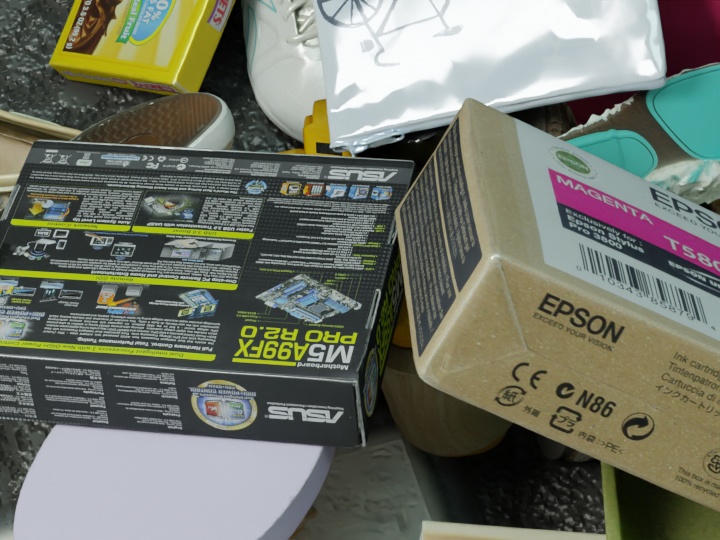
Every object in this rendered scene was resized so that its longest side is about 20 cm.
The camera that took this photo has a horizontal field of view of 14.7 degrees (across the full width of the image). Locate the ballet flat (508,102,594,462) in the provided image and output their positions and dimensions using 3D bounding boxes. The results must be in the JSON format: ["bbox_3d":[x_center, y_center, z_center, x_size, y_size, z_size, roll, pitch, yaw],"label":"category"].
[{"bbox_3d":[0.108,0.000,1.460,0.046,0.067,0.201,-4,82,-20],"label":"ballet flat"}]

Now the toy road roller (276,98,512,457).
[{"bbox_3d":[0.000,0.000,1.458,0.145,0.123,0.201,-11,53,7],"label":"toy road roller"}]

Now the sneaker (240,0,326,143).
[{"bbox_3d":[-0.038,-0.155,1.578,0.070,0.080,0.201,-16,60,-13],"label":"sneaker"}]

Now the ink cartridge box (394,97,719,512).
[{"bbox_3d":[0.121,0.020,1.268,0.199,0.075,0.165,23,25,-15],"label":"ink cartridge box"}]

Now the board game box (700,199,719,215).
[{"bbox_3d":[0.207,0.011,1.453,0.200,0.035,0.136,39,106,22],"label":"board game box"}]

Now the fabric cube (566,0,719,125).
[{"bbox_3d":[0.192,-0.192,1.534,0.199,0.200,0.197,24,59,14],"label":"fabric cube"}]

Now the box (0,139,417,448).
[{"bbox_3d":[-0.081,0.008,1.335,0.199,0.044,0.161,3,42,11],"label":"box"}]

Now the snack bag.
[{"bbox_3d":[0.061,-0.170,1.415,0.188,0.021,0.201,-11,82,15],"label":"snack bag"}]

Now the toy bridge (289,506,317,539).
[{"bbox_3d":[-0.100,0.175,1.393,0.200,0.027,0.067,-35,64,-21],"label":"toy bridge"}]

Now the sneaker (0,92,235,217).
[{"bbox_3d":[-0.140,-0.013,1.468,0.200,0.085,0.073,-37,39,0],"label":"sneaker"}]

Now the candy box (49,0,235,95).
[{"bbox_3d":[-0.099,-0.196,1.573,0.102,0.026,0.201,12,75,37],"label":"candy box"}]

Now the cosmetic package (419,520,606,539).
[{"bbox_3d":[0.123,0.181,1.349,0.199,0.105,0.071,5,55,1],"label":"cosmetic package"}]

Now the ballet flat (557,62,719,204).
[{"bbox_3d":[0.143,-0.052,1.405,0.199,0.072,0.072,-20,59,-22],"label":"ballet flat"}]

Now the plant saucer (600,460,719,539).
[{"bbox_3d":[0.209,0.109,1.316,0.198,0.048,0.200,4,27,0],"label":"plant saucer"}]

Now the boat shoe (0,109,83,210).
[{"bbox_3d":[-0.227,-0.068,1.526,0.199,0.063,0.074,9,57,5],"label":"boat shoe"}]

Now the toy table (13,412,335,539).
[{"bbox_3d":[-0.079,0.129,1.317,0.183,0.118,0.200,25,48,31],"label":"toy table"}]
